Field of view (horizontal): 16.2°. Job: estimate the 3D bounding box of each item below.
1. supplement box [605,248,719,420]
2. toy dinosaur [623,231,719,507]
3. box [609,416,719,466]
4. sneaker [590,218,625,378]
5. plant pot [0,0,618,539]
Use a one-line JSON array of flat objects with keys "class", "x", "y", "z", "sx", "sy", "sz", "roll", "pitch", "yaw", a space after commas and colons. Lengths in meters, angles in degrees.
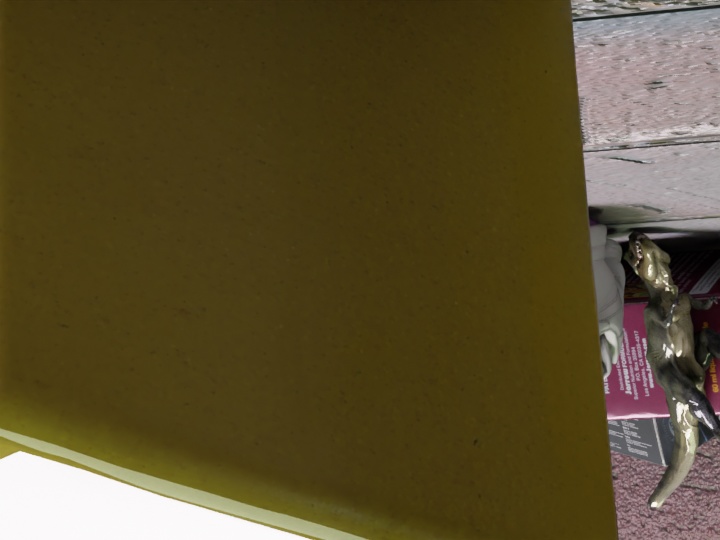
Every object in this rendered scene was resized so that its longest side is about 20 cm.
[{"class": "supplement box", "x": 0.180, "y": 0.045, "z": 1.700, "sx": 0.200, "sy": 0.086, "sz": 0.110, "roll": -5, "pitch": -164, "yaw": 26}, {"class": "toy dinosaur", "x": 0.214, "y": 0.067, "z": 1.601, "sx": 0.088, "sy": 0.200, "sz": 0.047, "roll": 13, "pitch": -151, "yaw": 43}, {"class": "box", "x": 0.205, "y": 0.070, "z": 1.819, "sx": 0.160, "sy": 0.044, "sz": 0.200, "roll": -26, "pitch": -157, "yaw": -29}, {"class": "sneaker", "x": 0.124, "y": 0.023, "z": 1.533, "sx": 0.075, "sy": 0.100, "sz": 0.200, "roll": -8, "pitch": 175, "yaw": 9}, {"class": "plant pot", "x": -0.064, "y": 0.011, "z": 0.731, "sx": 0.176, "sy": 0.200, "sz": 0.200, "roll": 13, "pitch": 154, "yaw": -35}]
